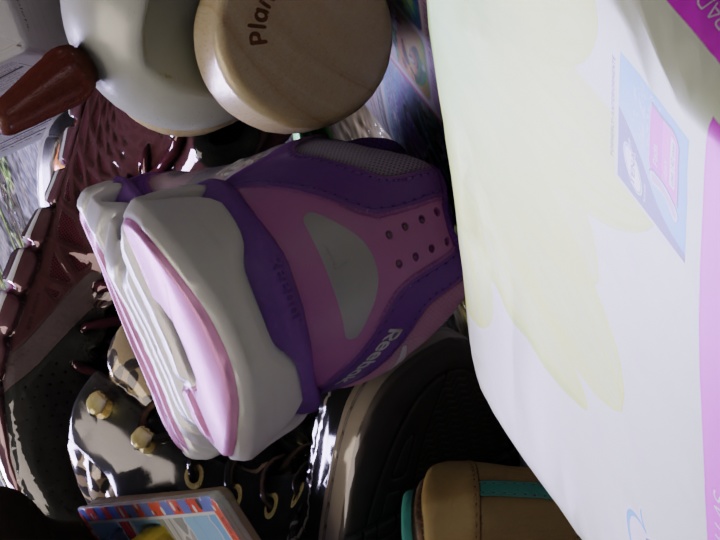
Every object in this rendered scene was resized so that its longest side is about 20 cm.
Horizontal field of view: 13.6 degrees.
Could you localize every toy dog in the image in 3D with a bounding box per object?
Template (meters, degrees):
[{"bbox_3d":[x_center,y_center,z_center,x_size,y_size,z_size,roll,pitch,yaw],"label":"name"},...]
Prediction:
[{"bbox_3d":[-0.072,-0.113,0.781,0.201,0.096,0.132,64,155,14],"label":"toy dog"}]

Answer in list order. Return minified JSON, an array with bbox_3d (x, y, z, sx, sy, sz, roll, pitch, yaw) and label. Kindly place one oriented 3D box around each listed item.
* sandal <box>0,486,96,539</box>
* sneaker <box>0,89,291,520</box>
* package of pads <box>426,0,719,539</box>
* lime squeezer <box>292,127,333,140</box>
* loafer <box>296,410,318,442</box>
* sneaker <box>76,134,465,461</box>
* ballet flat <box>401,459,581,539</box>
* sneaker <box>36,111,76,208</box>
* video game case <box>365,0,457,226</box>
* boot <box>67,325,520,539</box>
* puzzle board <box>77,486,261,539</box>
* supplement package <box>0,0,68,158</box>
[{"bbox_3d":[-0.098,0.123,0.961,0.082,0.054,0.200,62,-174,20],"label":"sandal"},{"bbox_3d":[-0.070,-0.008,1.002,0.115,0.075,0.201,170,109,-67],"label":"sneaker"},{"bbox_3d":[0.072,0.001,0.573,0.155,0.068,0.201,56,163,40],"label":"package of pads"},{"bbox_3d":[0.000,0.000,0.908,0.071,0.038,0.201,-106,-6,-61],"label":"lime squeezer"},{"bbox_3d":[0.001,0.118,1.068,0.072,0.072,0.201,-119,17,-55],"label":"loafer"},{"bbox_3d":[-0.020,0.000,0.803,0.081,0.088,0.200,65,170,-6],"label":"sneaker"},{"bbox_3d":[0.056,0.125,0.870,0.201,0.063,0.069,76,-172,-52],"label":"ballet flat"},{"bbox_3d":[-0.047,0.024,1.128,0.112,0.077,0.201,40,161,56],"label":"sneaker"},{"bbox_3d":[0.018,-0.092,0.745,0.182,0.024,0.201,55,161,44],"label":"video game case"},{"bbox_3d":[-0.025,0.062,0.924,0.150,0.073,0.201,41,151,33],"label":"boot"},{"bbox_3d":[-0.014,0.153,0.898,0.201,0.017,0.151,58,162,-6],"label":"puzzle board"},{"bbox_3d":[-0.186,-0.114,1.112,0.200,0.150,0.153,-2,-112,-80],"label":"supplement package"}]
